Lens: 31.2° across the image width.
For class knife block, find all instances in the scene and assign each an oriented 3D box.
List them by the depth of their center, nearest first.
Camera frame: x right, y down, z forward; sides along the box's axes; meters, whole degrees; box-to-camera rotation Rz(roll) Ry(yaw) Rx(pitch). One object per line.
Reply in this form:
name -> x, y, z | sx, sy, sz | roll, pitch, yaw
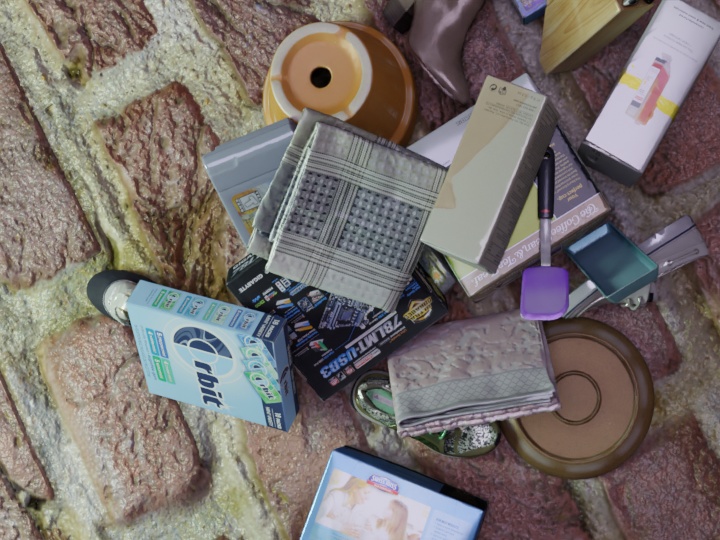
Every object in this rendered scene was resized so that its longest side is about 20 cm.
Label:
knife block -> 0.301, -0.314, 1.526 | 0.175, 0.063, 0.202 | 34, 128, 46

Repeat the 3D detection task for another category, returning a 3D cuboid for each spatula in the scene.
spatula -> 0.214, -0.044, 1.486 | 0.056, 0.021, 0.203 | 1, 86, 11

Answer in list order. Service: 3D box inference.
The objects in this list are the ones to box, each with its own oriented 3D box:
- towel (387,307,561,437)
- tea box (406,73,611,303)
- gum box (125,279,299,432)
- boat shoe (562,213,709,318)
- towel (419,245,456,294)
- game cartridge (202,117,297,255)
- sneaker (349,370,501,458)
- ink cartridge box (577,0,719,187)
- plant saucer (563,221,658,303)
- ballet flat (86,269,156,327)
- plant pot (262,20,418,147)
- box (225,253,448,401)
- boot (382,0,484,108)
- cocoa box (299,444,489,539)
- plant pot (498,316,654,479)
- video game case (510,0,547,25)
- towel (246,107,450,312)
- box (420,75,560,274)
towel -> 0.130, 0.117, 1.544 | 0.197, 0.192, 0.033 | -11, 121, 3
tea box -> 0.170, -0.096, 1.573 | 0.199, 0.134, 0.198 | -31, 81, 5
gum box -> -0.179, 0.107, 1.579 | 0.198, 0.171, 0.045 | 14, 48, 16
boat shoe -> 0.336, 0.013, 1.578 | 0.199, 0.071, 0.070 | -33, 84, -1
towel -> 0.000, 0.000, 1.633 | 0.199, 0.048, 0.172 | -34, 81, 4
game cartridge -> -0.092, -0.082, 1.546 | 0.132, 0.201, 0.042 | -19, 38, 8
sneaker -> 0.076, 0.182, 1.586 | 0.198, 0.089, 0.078 | 17, 88, 9
ink cartridge box -> 0.347, -0.211, 1.554 | 0.083, 0.145, 0.201 | 31, 90, 7
plant saucer -> 0.297, -0.010, 1.526 | 0.069, 0.200, 0.019 | -32, 106, 4
ballet flat -> -0.270, 0.051, 1.655 | 0.198, 0.073, 0.074 | 25, 89, 9
plant pot -> -0.034, -0.222, 1.586 | 0.197, 0.183, 0.203 | -1, 85, 8
box -> -0.027, 0.026, 1.555 | 0.199, 0.050, 0.199 | -36, 110, 12
boot -> 0.120, -0.325, 1.620 | 0.146, 0.070, 0.201 | -42, 71, 17
cocoa box -> 0.041, 0.309, 1.559 | 0.198, 0.131, 0.135 | 20, 88, 9
plant pot -> 0.265, 0.158, 1.594 | 0.197, 0.027, 0.203 | -1, 86, 7
video game case -> 0.251, -0.441, 1.634 | 0.198, 0.045, 0.183 | -28, 82, 5
towel -> -0.014, -0.065, 1.476 | 0.198, 0.035, 0.194 | 21, 110, -10
box -> 0.148, -0.106, 1.459 | 0.077, 0.095, 0.202 | 23, 89, 19
